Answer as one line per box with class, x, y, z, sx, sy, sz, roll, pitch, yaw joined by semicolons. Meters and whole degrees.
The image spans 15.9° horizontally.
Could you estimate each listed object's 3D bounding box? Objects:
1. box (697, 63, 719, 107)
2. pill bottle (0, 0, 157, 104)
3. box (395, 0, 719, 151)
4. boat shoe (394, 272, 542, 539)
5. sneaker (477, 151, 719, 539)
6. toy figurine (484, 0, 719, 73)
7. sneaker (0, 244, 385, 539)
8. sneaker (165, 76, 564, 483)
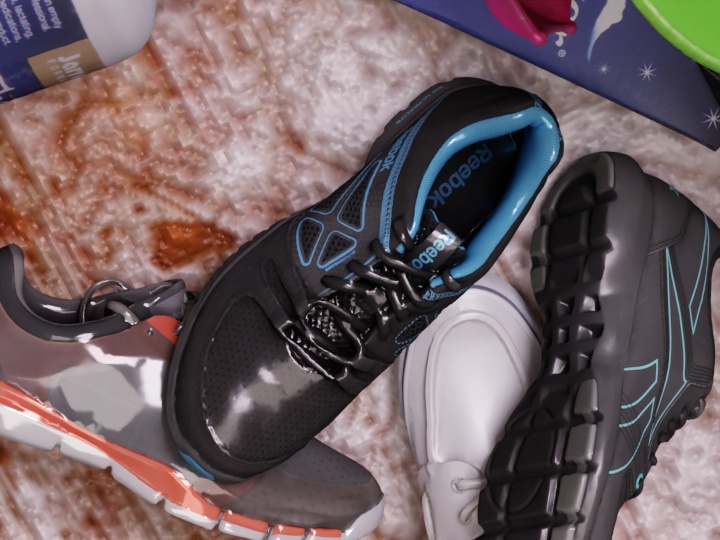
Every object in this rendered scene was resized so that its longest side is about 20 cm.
box;0.231;-0.025;0.966;0.104;0.200;0.182;-32;116;-3
pill bottle;-0.144;-0.118;0.966;0.200;0.111;0.111;-19;108;1
box;0.111;-0.130;1.028;0.200;0.032;0.121;23;104;-13
boat shoe;0.062;0.098;1.077;0.073;0.065;0.200;-15;108;0
sneaker;0.105;0.053;1.031;0.079;0.075;0.200;23;70;-28
toy figurine;0.119;-0.134;0.924;0.200;0.184;0.150;2;89;-27
sneaker;-0.074;0.049;1.047;0.200;0.077;0.082;22;98;-12
sneaker;0.000;0.000;1.006;0.073;0.082;0.200;42;81;-15
